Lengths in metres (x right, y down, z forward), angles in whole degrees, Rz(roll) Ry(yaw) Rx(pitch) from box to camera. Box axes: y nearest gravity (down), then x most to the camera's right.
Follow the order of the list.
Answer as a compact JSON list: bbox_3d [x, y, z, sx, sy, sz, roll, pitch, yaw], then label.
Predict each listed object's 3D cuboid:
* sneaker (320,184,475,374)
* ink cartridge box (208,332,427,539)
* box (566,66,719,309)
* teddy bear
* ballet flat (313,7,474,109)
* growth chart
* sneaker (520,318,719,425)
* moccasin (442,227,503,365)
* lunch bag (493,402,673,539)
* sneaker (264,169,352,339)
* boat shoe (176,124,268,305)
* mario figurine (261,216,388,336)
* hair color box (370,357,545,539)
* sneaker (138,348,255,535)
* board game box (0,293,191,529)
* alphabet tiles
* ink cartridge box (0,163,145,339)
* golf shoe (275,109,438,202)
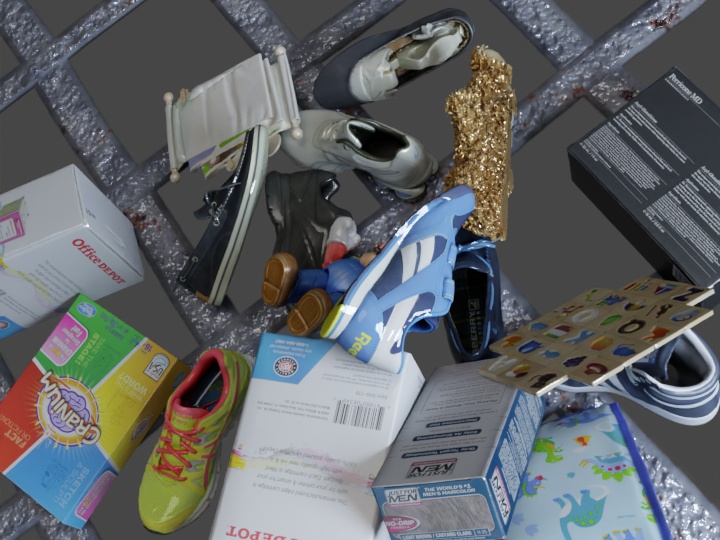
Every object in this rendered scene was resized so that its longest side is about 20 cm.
[{"bbox_3d":[0.049,0.007,0.868,0.082,0.074,0.200,39,66,2],"label":"sneaker"},{"bbox_3d":[-0.029,0.183,0.905,0.145,0.146,0.202,7,69,17],"label":"ink cartridge box"},{"bbox_3d":[0.321,-0.079,0.963,0.141,0.079,0.201,-37,63,1],"label":"box"},{"bbox_3d":[0.120,-0.129,0.993,0.066,0.145,0.202,2,83,17],"label":"teddy bear"},{"bbox_3d":[0.042,-0.233,1.094,0.199,0.073,0.073,-27,63,-6],"label":"ballet flat"},{"bbox_3d":[-0.152,-0.174,1.129,0.198,0.018,0.146,-17,65,28],"label":"growth chart"},{"bbox_3d":[0.233,0.077,0.902,0.198,0.109,0.071,17,72,21],"label":"sneaker"},{"bbox_3d":[0.111,0.007,0.986,0.080,0.068,0.202,-17,63,7],"label":"moccasin"},{"bbox_3d":[0.172,0.214,0.855,0.168,0.128,0.201,-17,39,7],"label":"lunch bag"},{"bbox_3d":[-0.049,-0.025,1.042,0.090,0.076,0.202,-11,67,3],"label":"sneaker"},{"bbox_3d":[-0.146,-0.063,1.050,0.062,0.075,0.202,20,99,-3],"label":"boat shoe"},{"bbox_3d":[0.000,0.000,0.954,0.105,0.199,0.125,-19,85,36],"label":"mario figurine"},{"bbox_3d":[0.091,0.149,0.847,0.099,0.200,0.061,-12,108,25],"label":"hair color box"},{"bbox_3d":[-0.174,0.163,0.983,0.077,0.090,0.202,17,74,19],"label":"sneaker"},{"bbox_3d":[-0.298,0.147,1.050,0.152,0.040,0.201,28,77,23],"label":"board game box"},{"bbox_3d":[0.209,0.055,0.877,0.199,0.166,0.006,-27,105,-19],"label":"alphabet tiles"},{"bbox_3d":[-0.358,-0.015,1.076,0.198,0.145,0.085,-21,63,5],"label":"ink cartridge box"},{"bbox_3d":[-0.012,-0.146,1.069,0.198,0.097,0.079,18,75,22],"label":"golf shoe"}]
